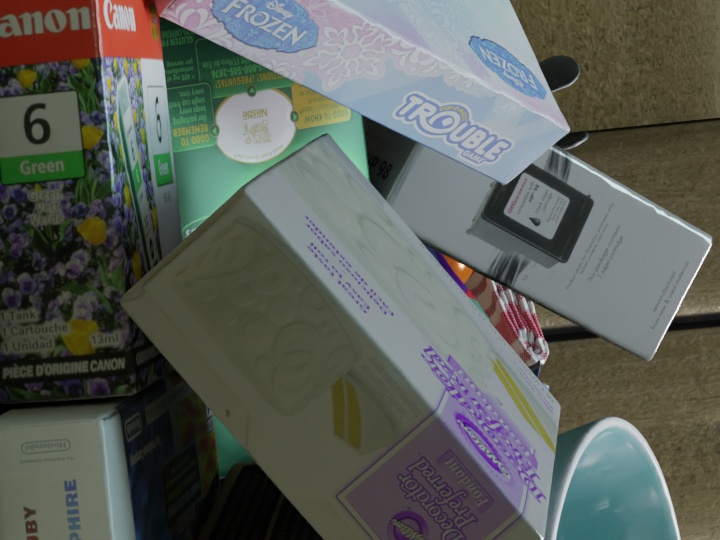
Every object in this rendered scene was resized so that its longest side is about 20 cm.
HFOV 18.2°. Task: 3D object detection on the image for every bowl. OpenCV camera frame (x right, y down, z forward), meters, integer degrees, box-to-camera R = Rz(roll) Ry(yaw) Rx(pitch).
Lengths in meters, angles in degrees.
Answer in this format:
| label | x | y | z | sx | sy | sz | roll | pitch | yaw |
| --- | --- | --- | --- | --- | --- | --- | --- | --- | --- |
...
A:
| label | x | y | z | sx | sy | sz | roll | pitch | yaw |
| --- | --- | --- | --- | --- | --- | --- | --- | --- | --- |
| bowl | 0.065 | 0.166 | 0.963 | 0.201 | 0.104 | 0.202 | -4 | 90 | -66 |

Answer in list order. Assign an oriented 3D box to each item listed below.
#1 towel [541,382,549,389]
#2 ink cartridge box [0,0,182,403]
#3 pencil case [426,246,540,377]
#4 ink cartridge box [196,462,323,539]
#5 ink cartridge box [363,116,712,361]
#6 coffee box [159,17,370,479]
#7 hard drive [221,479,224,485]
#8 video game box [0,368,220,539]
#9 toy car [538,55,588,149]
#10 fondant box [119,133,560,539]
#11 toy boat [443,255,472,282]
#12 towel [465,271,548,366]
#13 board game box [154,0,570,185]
| label | x | y | z | sx | sy | sz | roll | pitch | yaw |
| --- | --- | --- | --- | --- | --- | --- | --- | --- | --- |
| towel | 0.037 | 0.158 | 1.157 | 0.145 | 0.024 | 0.201 | -52 | 164 | -42 |
| ink cartridge box | -0.097 | -0.062 | 0.758 | 0.109 | 0.050 | 0.202 | -38 | 124 | -83 |
| pencil case | 0.000 | 0.000 | 1.112 | 0.200 | 0.088 | 0.088 | 53 | 8 | -1 |
| ink cartridge box | -0.014 | 0.183 | 0.809 | 0.165 | 0.075 | 0.202 | -63 | 148 | -78 |
| ink cartridge box | 0.048 | -0.040 | 1.029 | 0.067 | 0.199 | 0.116 | -62 | -155 | 2 |
| coffee box | -0.050 | -0.021 | 0.929 | 0.123 | 0.044 | 0.202 | -15 | 101 | -43 |
| hard drive | -0.044 | 0.161 | 1.135 | 0.140 | 0.038 | 0.201 | -88 | 170 | -50 |
| video game box | -0.080 | 0.129 | 0.786 | 0.200 | 0.046 | 0.184 | -40 | 127 | -83 |
| toy car | 0.052 | -0.107 | 1.519 | 0.165 | 0.198 | 0.158 | -89 | 171 | -49 |
| fondant box | 0.002 | 0.032 | 0.781 | 0.144 | 0.058 | 0.200 | 49 | 12 | -2 |
| toy boat | 0.002 | -0.007 | 1.273 | 0.200 | 0.130 | 0.132 | -18 | 103 | -84 |
| towel | 0.040 | -0.011 | 1.354 | 0.146 | 0.030 | 0.201 | -43 | -118 | 58 |
| board game box | -0.021 | -0.148 | 0.893 | 0.199 | 0.043 | 0.200 | 23 | 36 | -45 |
